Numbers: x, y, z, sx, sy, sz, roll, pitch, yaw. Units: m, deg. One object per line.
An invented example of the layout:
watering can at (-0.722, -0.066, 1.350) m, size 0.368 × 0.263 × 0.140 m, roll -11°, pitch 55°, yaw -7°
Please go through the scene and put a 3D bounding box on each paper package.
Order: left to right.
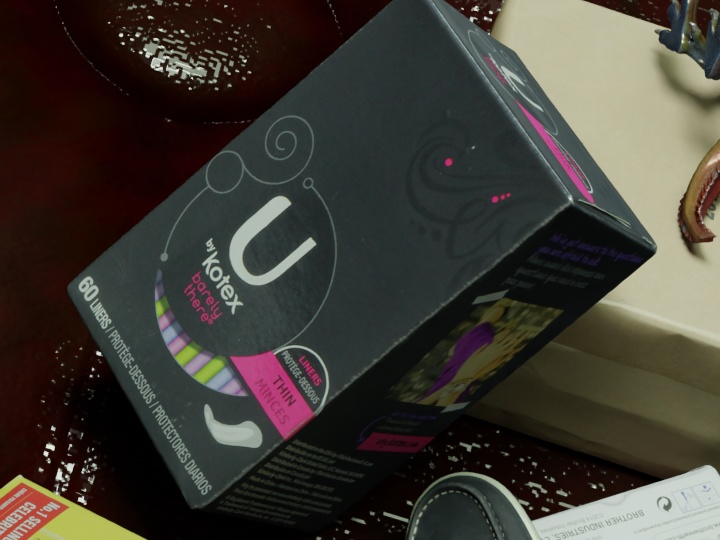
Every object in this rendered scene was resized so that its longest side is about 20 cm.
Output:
paper package at (0.130, -0.014, 1.154) m, size 0.190 × 0.104 × 0.200 m, roll 18°, pitch 48°, yaw -7°

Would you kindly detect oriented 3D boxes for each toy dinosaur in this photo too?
toy dinosaur at (0.233, -0.096, 1.147) m, size 0.181 × 0.105 × 0.201 m, roll 11°, pitch 88°, yaw -17°

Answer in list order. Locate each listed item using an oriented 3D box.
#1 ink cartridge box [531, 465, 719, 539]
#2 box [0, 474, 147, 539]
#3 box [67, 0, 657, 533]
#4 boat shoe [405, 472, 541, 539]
ink cartridge box at (0.149, 0.184, 1.037) m, size 0.119 × 0.042 × 0.200 m, roll -12°, pitch 55°, yaw -31°
box at (-0.074, 0.150, 0.922) m, size 0.200 × 0.050 × 0.075 m, roll 23°, pitch 41°, yaw 29°
box at (0.000, 0.000, 1.010) m, size 0.122 × 0.200 × 0.106 m, roll 56°, pitch 14°, yaw 25°
boat shoe at (0.037, 0.162, 0.982) m, size 0.062 × 0.074 × 0.201 m, roll 47°, pitch 35°, yaw -41°
